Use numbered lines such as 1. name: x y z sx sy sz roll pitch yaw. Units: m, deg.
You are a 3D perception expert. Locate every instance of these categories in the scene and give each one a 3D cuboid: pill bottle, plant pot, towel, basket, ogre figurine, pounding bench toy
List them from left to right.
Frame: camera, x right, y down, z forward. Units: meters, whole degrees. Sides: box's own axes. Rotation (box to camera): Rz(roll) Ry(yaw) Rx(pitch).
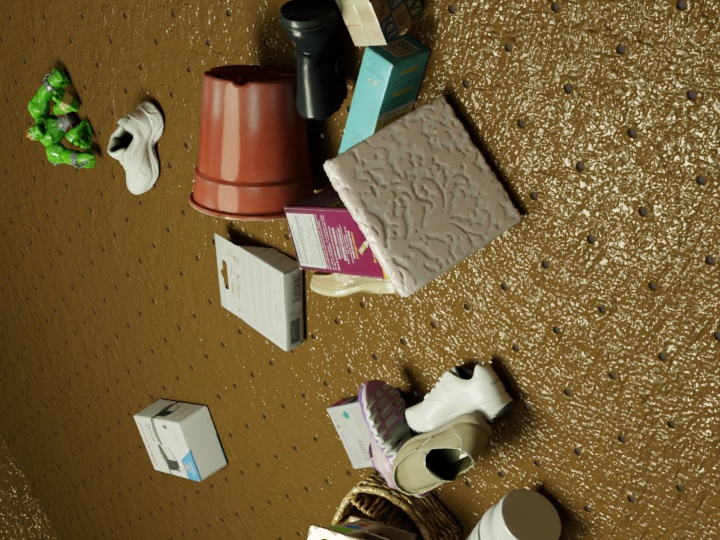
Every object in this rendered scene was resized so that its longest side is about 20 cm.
1. ogre figurine: -0.620 -0.298 1.864 0.119 0.098 0.201 -17 115 32
2. plant pot: -0.159 -0.200 1.359 0.200 0.200 0.197 21 118 38
3. pounding bench toy: -0.039 0.470 1.453 0.198 0.156 0.126 7 87 32
4. basket: 0.052 0.447 1.529 0.199 0.148 0.144 34 133 30
5. towel: 0.080 -0.098 1.163 0.201 0.190 0.032 58 170 3
6. pill bottle: 0.219 0.422 1.362 0.114 0.113 0.201 43 137 21

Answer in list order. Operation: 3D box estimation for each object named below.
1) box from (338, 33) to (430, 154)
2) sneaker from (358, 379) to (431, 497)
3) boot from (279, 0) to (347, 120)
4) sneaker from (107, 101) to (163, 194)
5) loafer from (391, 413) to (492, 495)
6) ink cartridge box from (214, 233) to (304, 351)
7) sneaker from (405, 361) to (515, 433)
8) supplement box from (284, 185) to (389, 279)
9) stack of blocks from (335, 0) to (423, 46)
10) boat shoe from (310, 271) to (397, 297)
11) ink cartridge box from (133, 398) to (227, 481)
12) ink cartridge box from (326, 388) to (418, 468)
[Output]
1. box: 0.027 -0.212 1.222 0.049 0.082 0.201 39 136 23
2. sneaker: 0.041 0.270 1.435 0.088 0.080 0.202 -18 100 51
3. boot: -0.058 -0.280 1.211 0.076 0.201 0.170 0 117 3
4. sneaker: -0.433 -0.222 1.696 0.078 0.099 0.201 39 136 25
5. loafer: 0.107 0.276 1.314 0.076 0.068 0.200 41 128 -4
6. ink cartridge box: -0.180 0.030 1.621 0.199 0.057 0.164 33 134 42
7. sneaker: 0.141 0.189 1.355 0.199 0.074 0.088 -25 86 42
8. supplement box: 0.009 -0.062 1.292 0.199 0.130 0.104 7 117 45
9. stack of blocks: 0.009 -0.394 1.108 0.058 0.115 0.201 11 138 43
10. boat shoe: 0.000 0.000 1.392 0.199 0.071 0.065 -3 104 39
11. ink cartridge box: -0.406 0.379 2.030 0.199 0.083 0.146 -2 111 48
12. ink cartridge box: 0.034 0.268 1.527 0.199 0.042 0.120 -21 95 52
